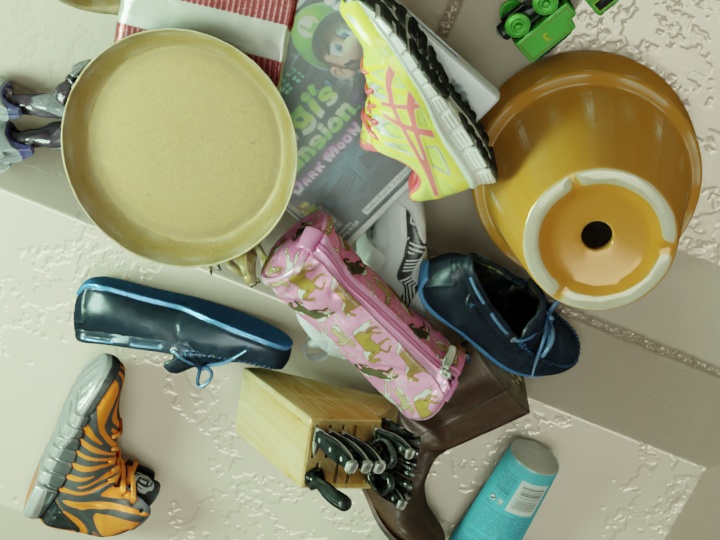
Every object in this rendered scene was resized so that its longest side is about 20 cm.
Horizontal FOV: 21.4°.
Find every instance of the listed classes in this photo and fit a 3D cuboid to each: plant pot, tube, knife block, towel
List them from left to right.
[{"bbox_3d":[-0.145,-0.101,1.555,0.200,0.027,0.200,4,108,12],"label":"plant pot"},{"bbox_3d":[-0.128,-0.189,1.548,0.144,0.023,0.200,14,110,7],"label":"towel"},{"bbox_3d":[-0.040,0.148,1.639,0.200,0.176,0.064,13,101,17],"label":"knife block"},{"bbox_3d":[0.123,0.251,1.811,0.077,0.050,0.200,28,117,2],"label":"tube"},{"bbox_3d":[0.193,-0.061,1.593,0.200,0.183,0.200,0,114,1],"label":"plant pot"}]

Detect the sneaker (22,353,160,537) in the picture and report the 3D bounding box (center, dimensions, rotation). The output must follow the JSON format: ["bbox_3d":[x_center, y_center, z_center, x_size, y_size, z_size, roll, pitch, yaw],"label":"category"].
[{"bbox_3d":[-0.231,0.167,1.773,0.112,0.078,0.200,21,124,-12],"label":"sneaker"}]

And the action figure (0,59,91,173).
[{"bbox_3d":[-0.248,-0.127,1.634,0.200,0.069,0.130,-5,128,11],"label":"action figure"}]

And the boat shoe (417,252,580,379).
[{"bbox_3d":[0.134,0.043,1.661,0.069,0.084,0.200,-21,149,38],"label":"boat shoe"}]

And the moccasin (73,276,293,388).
[{"bbox_3d":[-0.161,0.060,1.720,0.200,0.080,0.068,16,100,8],"label":"moccasin"}]

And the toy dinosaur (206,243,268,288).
[{"bbox_3d":[-0.135,-0.040,1.667,0.058,0.200,0.101,-53,143,-8],"label":"toy dinosaur"}]

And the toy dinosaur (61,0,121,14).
[{"bbox_3d":[-0.153,-0.221,1.603,0.200,0.058,0.101,-14,97,-1],"label":"toy dinosaur"}]

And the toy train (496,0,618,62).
[{"bbox_3d":[0.201,-0.249,1.589,0.200,0.042,0.056,-38,118,16],"label":"toy train"}]

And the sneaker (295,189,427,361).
[{"bbox_3d":[0.000,0.000,1.684,0.115,0.075,0.200,-1,117,-1],"label":"sneaker"}]

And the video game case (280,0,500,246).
[{"bbox_3d":[-0.017,-0.136,1.584,0.182,0.023,0.200,40,112,-15],"label":"video game case"}]

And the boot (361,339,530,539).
[{"bbox_3d":[0.089,0.164,1.748,0.200,0.064,0.186,-33,121,17],"label":"boot"}]

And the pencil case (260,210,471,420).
[{"bbox_3d":[0.004,0.038,1.617,0.087,0.083,0.200,-36,112,27],"label":"pencil case"}]

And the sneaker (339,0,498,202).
[{"bbox_3d":[0.029,-0.133,1.529,0.090,0.078,0.200,-26,113,17],"label":"sneaker"}]
